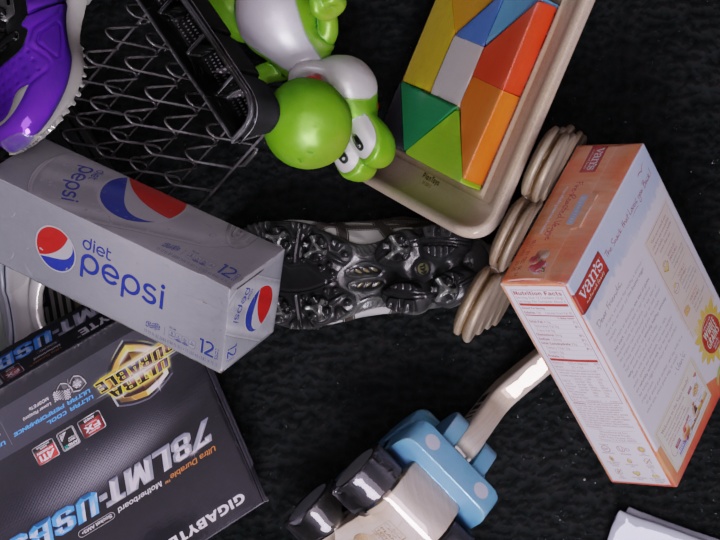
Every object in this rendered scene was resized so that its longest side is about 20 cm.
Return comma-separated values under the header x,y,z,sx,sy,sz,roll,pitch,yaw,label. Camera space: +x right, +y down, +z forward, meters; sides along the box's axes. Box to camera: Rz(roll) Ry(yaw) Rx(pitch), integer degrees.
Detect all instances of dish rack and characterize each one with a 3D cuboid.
x,y,z,sx,sy,sz,roll,pitch,yaw,label
-0.150,-0.095,1.628,0.200,0.055,0.153,-46,64,27,dish rack

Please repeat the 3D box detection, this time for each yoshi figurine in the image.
x,y,z,sx,sy,sz,roll,pitch,yaw,label
-0.052,-0.146,1.629,0.112,0.112,0.200,-30,81,-18,yoshi figurine

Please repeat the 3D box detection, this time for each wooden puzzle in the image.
x,y,z,sx,sy,sz,roll,pitch,yaw,label
0.075,-0.133,1.623,0.037,0.185,0.200,25,94,-30,wooden puzzle

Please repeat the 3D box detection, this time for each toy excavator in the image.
x,y,z,sx,sy,sz,roll,pitch,yaw,label
0.066,0.123,1.697,0.100,0.200,0.194,44,137,-7,toy excavator

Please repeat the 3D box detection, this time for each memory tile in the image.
x,y,z,sx,sy,sz,roll,pitch,yaw,label
0.108,-0.028,1.627,0.017,0.200,0.153,26,97,8,memory tile

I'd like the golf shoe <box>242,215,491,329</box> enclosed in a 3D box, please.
x,y,z,sx,sy,sz,roll,pitch,yaw,label
0.000,0.000,1.691,0.200,0.094,0.078,3,97,23,golf shoe

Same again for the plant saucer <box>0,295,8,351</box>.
x,y,z,sx,sy,sz,roll,pitch,yaw,label
-0.309,0.013,1.689,0.200,0.050,0.200,0,97,-3,plant saucer

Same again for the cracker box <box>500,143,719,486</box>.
x,y,z,sx,sy,sz,roll,pitch,yaw,label
0.179,0.031,1.632,0.134,0.058,0.200,-58,133,-34,cracker box

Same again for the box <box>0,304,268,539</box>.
x,y,z,sx,sy,sz,roll,pitch,yaw,label
-0.183,0.128,1.641,0.200,0.050,0.199,-31,123,-16,box

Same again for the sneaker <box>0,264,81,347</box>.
x,y,z,sx,sy,sz,roll,pitch,yaw,label
-0.204,0.066,1.669,0.073,0.071,0.200,-25,111,-31,sneaker

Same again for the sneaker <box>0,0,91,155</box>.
x,y,z,sx,sy,sz,roll,pitch,yaw,label
-0.233,-0.172,1.596,0.099,0.200,0.070,31,140,-33,sneaker

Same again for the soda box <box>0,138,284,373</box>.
x,y,z,sx,sy,sz,roll,pitch,yaw,label
-0.149,-0.013,1.565,0.200,0.063,0.068,24,127,24,soda box

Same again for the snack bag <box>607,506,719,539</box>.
x,y,z,sx,sy,sz,roll,pitch,yaw,label
0.241,0.293,1.757,0.188,0.021,0.200,19,95,-4,snack bag
